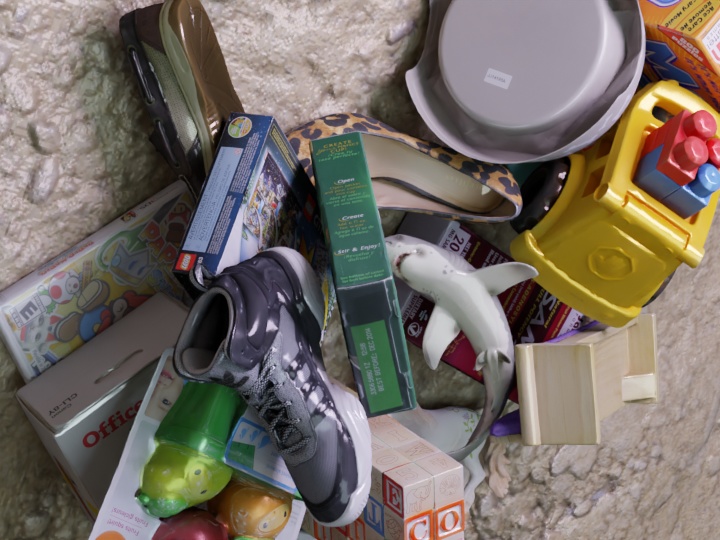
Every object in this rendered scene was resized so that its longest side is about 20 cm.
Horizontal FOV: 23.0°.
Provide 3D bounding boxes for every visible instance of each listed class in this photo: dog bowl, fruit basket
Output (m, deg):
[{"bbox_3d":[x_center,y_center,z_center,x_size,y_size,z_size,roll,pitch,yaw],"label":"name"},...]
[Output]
[{"bbox_3d":[0.134,-0.177,1.401,0.059,0.199,0.201,19,98,-61],"label":"dog bowl"},{"bbox_3d":[-0.107,0.179,1.283,0.185,0.093,0.201,31,68,-40],"label":"fruit basket"}]

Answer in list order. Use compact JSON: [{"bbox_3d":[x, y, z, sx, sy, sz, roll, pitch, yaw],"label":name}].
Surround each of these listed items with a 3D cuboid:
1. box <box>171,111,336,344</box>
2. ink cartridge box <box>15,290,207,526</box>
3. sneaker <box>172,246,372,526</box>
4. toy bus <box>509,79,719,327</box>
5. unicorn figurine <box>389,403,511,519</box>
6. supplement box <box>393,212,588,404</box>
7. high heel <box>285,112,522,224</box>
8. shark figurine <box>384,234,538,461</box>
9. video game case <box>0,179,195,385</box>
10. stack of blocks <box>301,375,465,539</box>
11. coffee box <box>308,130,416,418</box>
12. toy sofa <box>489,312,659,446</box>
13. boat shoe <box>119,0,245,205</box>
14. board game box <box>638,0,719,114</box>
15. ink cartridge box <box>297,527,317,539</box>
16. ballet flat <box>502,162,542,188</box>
[{"bbox_3d":[-0.070,-0.007,1.345,0.200,0.037,0.137,60,42,-55],"label":"box"},{"bbox_3d":[-0.152,0.139,1.366,0.145,0.083,0.201,-36,125,-18],"label":"ink cartridge box"},{"bbox_3d":[-0.065,0.084,1.210,0.113,0.075,0.201,-5,75,-50],"label":"sneaker"},{"bbox_3d":[0.231,-0.084,1.419,0.135,0.192,0.201,32,54,-13],"label":"toy bus"},{"bbox_3d":[0.052,0.153,1.555,0.199,0.074,0.138,-3,101,-48],"label":"unicorn figurine"},{"bbox_3d":[0.101,0.034,1.539,0.200,0.061,0.109,30,90,-39],"label":"supplement box"},{"bbox_3d":[0.026,-0.072,1.392,0.199,0.142,0.072,-2,112,-33],"label":"high heel"},{"bbox_3d":[0.095,0.057,1.459,0.127,0.090,0.216,-13,107,7],"label":"shark figurine"},{"bbox_3d":[-0.174,0.058,1.385,0.182,0.023,0.201,-34,124,-19],"label":"video game case"},{"bbox_3d":[0.005,0.179,1.442,0.058,0.200,0.116,-16,116,-29],"label":"stack of blocks"},{"bbox_3d":[0.000,0.000,1.298,0.044,0.201,0.124,-11,126,0],"label":"coffee box"},{"bbox_3d":[0.179,0.087,1.483,0.200,0.097,0.083,-15,103,-64],"label":"toy sofa"},{"bbox_3d":[-0.127,-0.112,1.324,0.073,0.064,0.201,-60,144,-53],"label":"boat shoe"},{"bbox_3d":[0.317,-0.224,1.495,0.200,0.200,0.200,-50,127,-8],"label":"board game box"},{"bbox_3d":[-0.062,0.279,1.538,0.199,0.042,0.120,22,95,-35],"label":"ink cartridge box"},{"bbox_3d":[0.200,-0.060,1.558,0.200,0.070,0.068,43,46,-39],"label":"ballet flat"}]
